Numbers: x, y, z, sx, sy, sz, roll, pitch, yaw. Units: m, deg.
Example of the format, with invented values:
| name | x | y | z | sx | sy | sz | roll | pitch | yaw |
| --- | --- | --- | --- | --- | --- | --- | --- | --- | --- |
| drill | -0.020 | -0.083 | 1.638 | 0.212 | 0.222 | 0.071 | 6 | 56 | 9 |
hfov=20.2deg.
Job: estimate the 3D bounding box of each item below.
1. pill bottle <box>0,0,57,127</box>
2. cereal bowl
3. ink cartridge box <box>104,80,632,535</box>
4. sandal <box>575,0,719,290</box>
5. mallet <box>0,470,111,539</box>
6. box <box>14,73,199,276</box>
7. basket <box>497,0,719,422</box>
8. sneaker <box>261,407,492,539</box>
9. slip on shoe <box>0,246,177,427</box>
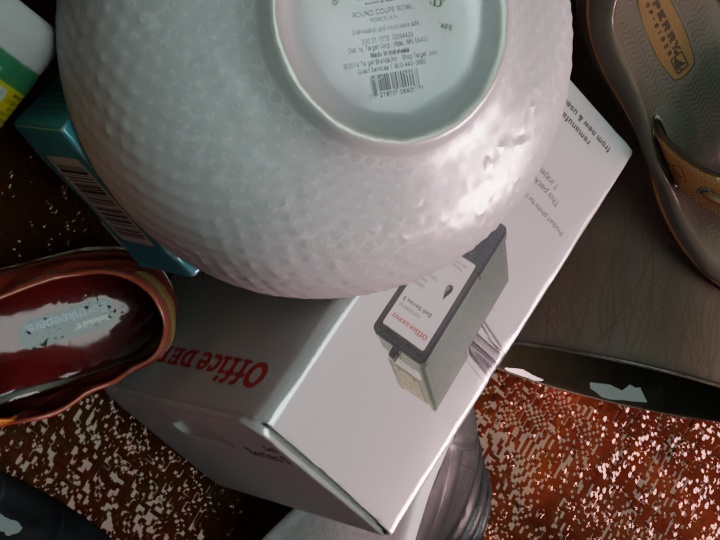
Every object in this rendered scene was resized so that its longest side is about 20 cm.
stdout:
| name | x | y | z | sx | sy | sz | roll | pitch | yaw |
| --- | --- | --- | --- | --- | --- | --- | --- | --- | --- |
| pill bottle | -0.211 | -0.040 | 0.732 | 0.113 | 0.113 | 0.201 | 37 | 90 | -27 |
| cereal bowl | -0.005 | -0.089 | 0.733 | 0.198 | 0.083 | 0.202 | 1 | 87 | -25 |
| ink cartridge box | 0.000 | 0.000 | 0.863 | 0.084 | 0.145 | 0.201 | 43 | 71 | -27 |
| sandal | 0.159 | -0.061 | 0.855 | 0.082 | 0.054 | 0.201 | -43 | 122 | -20 |
| mallet | -0.182 | 0.174 | 0.823 | 0.066 | 0.041 | 0.201 | 44 | 74 | -27 |
| box | -0.037 | -0.098 | 0.797 | 0.200 | 0.049 | 0.082 | -50 | 118 | -17 |
| basket | 0.143 | -0.043 | 0.964 | 0.179 | 0.135 | 0.202 | 18 | 79 | -39 |
| sneaker | 0.006 | 0.132 | 0.892 | 0.201 | 0.070 | 0.099 | -61 | 149 | -26 |
| slip on shoe | -0.164 | 0.039 | 0.800 | 0.198 | 0.061 | 0.075 | -17 | 99 | -16 |
